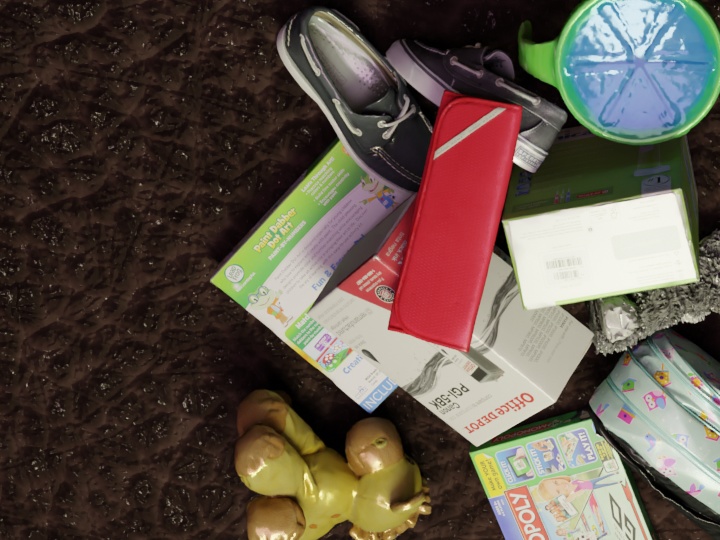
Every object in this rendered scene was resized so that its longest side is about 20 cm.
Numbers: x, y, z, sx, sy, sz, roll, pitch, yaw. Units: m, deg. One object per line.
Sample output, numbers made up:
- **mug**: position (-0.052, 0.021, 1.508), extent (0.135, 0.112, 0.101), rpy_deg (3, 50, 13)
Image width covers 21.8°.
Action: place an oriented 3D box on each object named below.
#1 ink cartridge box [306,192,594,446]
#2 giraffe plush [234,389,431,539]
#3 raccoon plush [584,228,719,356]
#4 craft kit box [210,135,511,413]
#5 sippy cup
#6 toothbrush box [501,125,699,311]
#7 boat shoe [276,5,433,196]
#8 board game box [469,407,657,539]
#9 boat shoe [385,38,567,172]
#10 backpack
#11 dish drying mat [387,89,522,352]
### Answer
- **ink cartridge box**: position (0.076, 0.046, 1.610), extent (0.200, 0.083, 0.147), rpy_deg (38, 148, -7)
- **giraffe plush**: position (-0.019, 0.198, 1.741), extent (0.162, 0.173, 0.200), rpy_deg (-9, 120, 5)
- **raccoon plush**: position (0.263, 0.028, 1.582), extent (0.134, 0.200, 0.097), rpy_deg (-8, 111, 2)
- **craft kit box**: position (0.000, 0.000, 1.704), extent (0.198, 0.049, 0.200), rpy_deg (40, 114, -11)
- **sippy cup**: position (0.229, -0.187, 1.533), extent (0.178, 0.130, 0.140), rpy_deg (33, 114, -6)
- **toothbrush box**: position (0.203, -0.055, 1.557), extent (0.146, 0.200, 0.086), rpy_deg (-10, 113, 13)
- **boat shoe**: position (0.008, -0.144, 1.611), extent (0.200, 0.060, 0.076), rpy_deg (43, 69, -9)
- **board game box**: position (0.201, 0.233, 1.780), extent (0.135, 0.029, 0.200), rpy_deg (-18, 109, 16)
- **boat shoe**: position (0.098, -0.156, 1.559), extent (0.072, 0.200, 0.068), rpy_deg (27, 101, -43)
- **backpack**: position (0.301, 0.148, 1.668), extent (0.200, 0.167, 0.127), rpy_deg (39, 95, -5)
- **dish drying mat**: position (0.075, -0.040, 1.495), extent (0.077, 0.018, 0.200), rpy_deg (15, 93, 28)
